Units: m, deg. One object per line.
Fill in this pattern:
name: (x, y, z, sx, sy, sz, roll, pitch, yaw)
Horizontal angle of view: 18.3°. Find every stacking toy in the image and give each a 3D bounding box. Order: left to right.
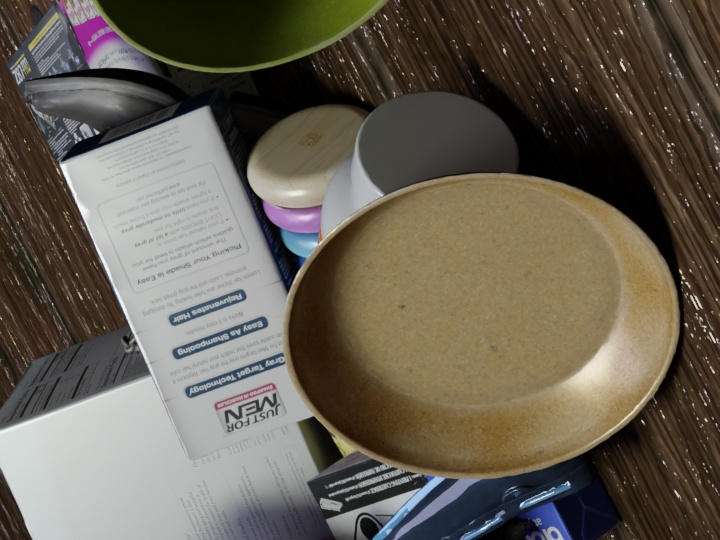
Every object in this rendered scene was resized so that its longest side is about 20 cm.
stacking toy: (0.000, 0.000, 1.356, 0.085, 0.085, 0.200, 35, 153, 49)

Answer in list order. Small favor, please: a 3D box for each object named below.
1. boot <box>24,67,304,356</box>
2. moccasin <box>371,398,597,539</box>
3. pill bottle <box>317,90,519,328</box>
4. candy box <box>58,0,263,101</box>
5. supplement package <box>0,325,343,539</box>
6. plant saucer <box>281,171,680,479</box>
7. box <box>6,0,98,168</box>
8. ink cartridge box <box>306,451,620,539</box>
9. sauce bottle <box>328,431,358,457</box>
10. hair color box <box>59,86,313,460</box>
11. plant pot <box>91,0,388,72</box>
boot: (-0.125, -0.030, 1.395, 0.069, 0.199, 0.175, -56, -23, -78)
moccasin: (0.059, 0.146, 1.249, 0.068, 0.080, 0.200, 47, 139, 7)
pill bottle: (0.031, -0.002, 1.214, 0.113, 0.113, 0.200, 50, 153, 27)
candy box: (-0.131, -0.142, 1.483, 0.136, 0.061, 0.201, -2, 114, 66)
supplement package: (-0.124, 0.118, 1.530, 0.151, 0.199, 0.152, -79, -33, -72)
plant saucer: (0.060, 0.022, 1.126, 0.036, 0.199, 0.201, -92, -7, -51)
box: (-0.195, -0.116, 1.675, 0.162, 0.049, 0.200, 60, 159, -2)
ink cartridge box: (0.057, 0.138, 1.341, 0.200, 0.044, 0.094, -25, 93, 49)
sauce bottle: (0.020, 0.113, 1.445, 0.200, 0.066, 0.066, 59, 159, 10)
hair color box: (-0.094, 0.002, 1.344, 0.061, 0.100, 0.201, -75, -36, -74)
plant pot: (-0.078, -0.235, 1.133, 0.188, 0.186, 0.200, 84, 164, -45)
